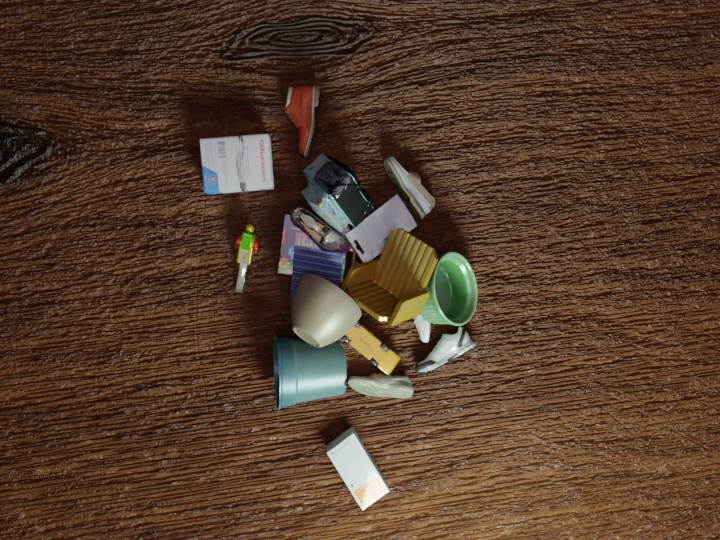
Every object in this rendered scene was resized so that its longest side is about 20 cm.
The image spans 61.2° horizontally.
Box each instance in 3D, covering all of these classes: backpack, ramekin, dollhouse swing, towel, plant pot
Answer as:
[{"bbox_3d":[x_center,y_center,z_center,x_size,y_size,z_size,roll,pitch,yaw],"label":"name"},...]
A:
[{"bbox_3d":[-0.076,-0.221,1.686,0.153,0.202,0.176,-40,139,6],"label":"backpack"},{"bbox_3d":[0.237,0.056,1.728,0.196,0.096,0.208,9,76,-41],"label":"ramekin"},{"bbox_3d":[0.081,0.005,1.628,0.198,0.179,0.181,34,121,33],"label":"dollhouse swing"},{"bbox_3d":[-0.124,0.019,1.719,0.140,0.024,0.204,8,130,-3],"label":"towel"},{"bbox_3d":[-0.111,0.124,1.641,0.197,0.200,0.137,34,70,-4],"label":"plant pot"},{"bbox_3d":[-0.143,0.278,1.704,0.189,0.200,0.208,-2,92,-12],"label":"plant pot"}]

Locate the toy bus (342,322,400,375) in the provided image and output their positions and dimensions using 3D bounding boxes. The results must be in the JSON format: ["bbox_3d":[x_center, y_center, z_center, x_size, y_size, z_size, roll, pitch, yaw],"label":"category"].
[{"bbox_3d":[0.023,0.215,1.764,0.198,0.078,0.066,39,89,-5],"label":"toy bus"}]

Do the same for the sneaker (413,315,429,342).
[{"bbox_3d":[0.160,0.109,1.786,0.085,0.075,0.208,-7,85,7],"label":"sneaker"}]

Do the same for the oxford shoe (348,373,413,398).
[{"bbox_3d":[0.060,0.331,1.785,0.193,0.076,0.059,6,52,3],"label":"oxford shoe"}]

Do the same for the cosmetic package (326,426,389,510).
[{"bbox_3d":[-0.009,0.577,1.775,0.100,0.071,0.203,-33,93,-3],"label":"cosmetic package"}]

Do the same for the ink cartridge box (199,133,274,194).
[{"bbox_3d":[-0.344,-0.298,1.717,0.192,0.084,0.150,-5,92,-4],"label":"ink cartridge box"}]

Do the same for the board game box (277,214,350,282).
[{"bbox_3d":[-0.134,-0.063,1.756,0.193,0.057,0.172,7,92,-5],"label":"board game box"}]

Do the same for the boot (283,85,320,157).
[{"bbox_3d":[-0.172,-0.427,1.739,0.103,0.075,0.208,5,83,-2],"label":"boot"}]

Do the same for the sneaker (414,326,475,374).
[{"bbox_3d":[0.240,0.238,1.796,0.196,0.074,0.082,-29,79,-8],"label":"sneaker"}]

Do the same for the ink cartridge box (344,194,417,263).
[{"bbox_3d":[0.056,-0.116,1.761,0.198,0.050,0.110,-37,94,-10],"label":"ink cartridge box"}]

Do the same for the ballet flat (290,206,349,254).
[{"bbox_3d":[-0.114,-0.108,1.694,0.198,0.071,0.070,37,86,-5],"label":"ballet flat"}]

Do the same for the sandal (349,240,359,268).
[{"bbox_3d":[0.000,0.000,1.758,0.067,0.078,0.220,1,87,1],"label":"sandal"}]

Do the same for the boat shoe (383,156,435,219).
[{"bbox_3d":[0.143,-0.251,1.770,0.068,0.075,0.202,-37,101,-9],"label":"boat shoe"}]

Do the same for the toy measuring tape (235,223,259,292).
[{"bbox_3d":[-0.329,-0.040,1.748,0.071,0.074,0.206,11,113,-5],"label":"toy measuring tape"}]
